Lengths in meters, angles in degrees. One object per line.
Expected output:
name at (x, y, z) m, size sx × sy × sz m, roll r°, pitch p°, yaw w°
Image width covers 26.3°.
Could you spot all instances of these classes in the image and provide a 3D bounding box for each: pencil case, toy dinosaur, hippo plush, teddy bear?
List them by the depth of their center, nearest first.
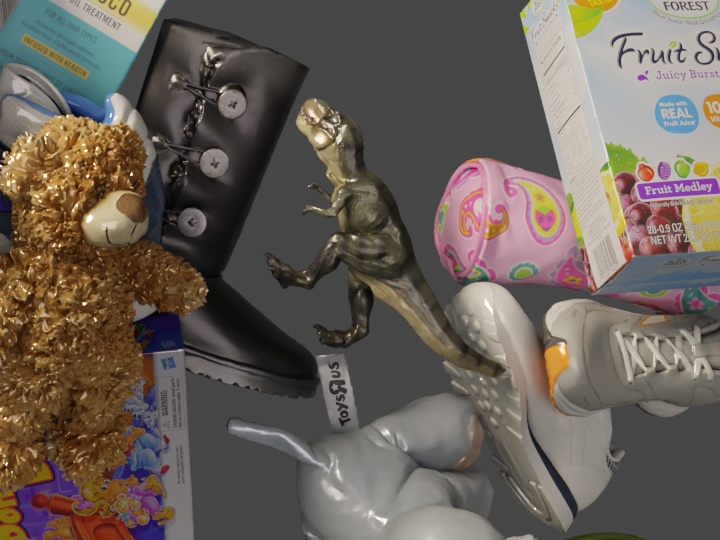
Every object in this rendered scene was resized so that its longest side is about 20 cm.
teddy bear at (-0.146, 0.025, 0.790) m, size 0.144 × 0.067 × 0.202 m, roll 21°, pitch 97°, yaw -38°
toy dinosaur at (0.000, 0.000, 0.912) m, size 0.088 × 0.047 × 0.201 m, roll -31°, pitch 99°, yaw 4°
hippo plush at (0.048, 0.155, 0.933) m, size 0.159 × 0.160 × 0.201 m, roll -33°, pitch 127°, yaw -23°
pencil case at (0.149, -0.018, 1.001) m, size 0.198 × 0.087 × 0.088 m, roll 9°, pitch 96°, yaw -21°

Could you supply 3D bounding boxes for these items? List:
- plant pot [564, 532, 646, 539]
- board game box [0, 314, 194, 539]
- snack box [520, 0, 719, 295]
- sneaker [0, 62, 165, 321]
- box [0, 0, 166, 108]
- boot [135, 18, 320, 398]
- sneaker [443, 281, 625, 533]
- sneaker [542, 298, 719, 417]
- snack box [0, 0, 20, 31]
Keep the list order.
plant pot at (0.191, 0.299, 1.010) m, size 0.198 × 0.193 × 0.203 m, roll -3°, pitch 100°, yaw -17°
board game box at (-0.166, 0.130, 0.906) m, size 0.133 × 0.045 × 0.202 m, roll -5°, pitch 116°, yaw -9°
snack box at (0.205, -0.093, 0.965) m, size 0.167 × 0.068 × 0.202 m, roll -4°, pitch 67°, yaw -20°
sneaker at (-0.207, -0.044, 0.853) m, size 0.198 × 0.081 × 0.148 m, roll -1°, pitch 112°, yaw 4°
box at (-0.154, -0.168, 0.894) m, size 0.082 × 0.049 × 0.201 m, roll 29°, pitch 90°, yaw -20°
boot at (-0.074, -0.036, 0.940) m, size 0.163 × 0.066 × 0.202 m, roll 17°, pitch 89°, yaw -22°
sneaker at (0.115, 0.077, 1.004) m, size 0.080 × 0.076 × 0.201 m, roll -37°, pitch 127°, yaw -17°
sneaker at (0.191, 0.052, 0.981) m, size 0.199 × 0.091 × 0.077 m, roll 5°, pitch 76°, yaw -51°
snack box at (-0.266, -0.117, 0.769) m, size 0.141 × 0.201 × 0.053 m, roll 5°, pitch 127°, yaw 4°
